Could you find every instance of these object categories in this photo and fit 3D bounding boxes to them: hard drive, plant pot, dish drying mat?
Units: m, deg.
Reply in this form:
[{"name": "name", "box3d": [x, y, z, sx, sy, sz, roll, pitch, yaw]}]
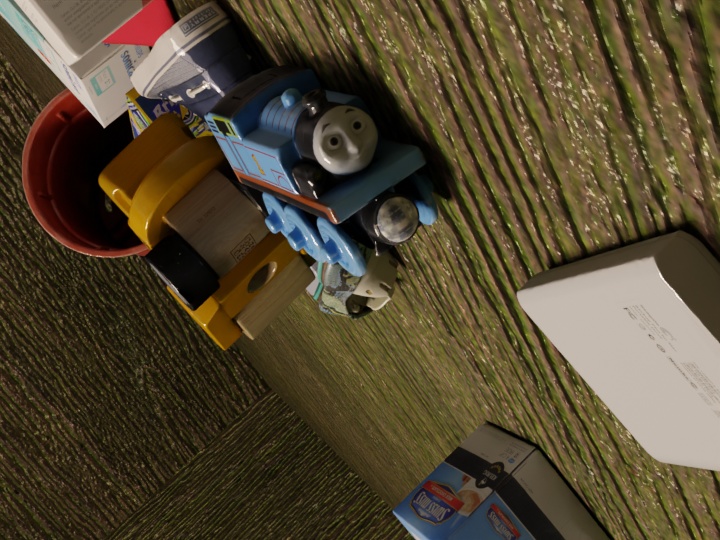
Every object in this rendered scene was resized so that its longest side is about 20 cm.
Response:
[{"name": "hard drive", "box3d": [0.155, 0.047, 0.597, 0.132, 0.026, 0.200, 49, 170, -2]}, {"name": "plant pot", "box3d": [-0.259, -0.103, 1.379, 0.201, 0.201, 0.195, 47, 178, 8]}, {"name": "dish drying mat", "box3d": [-0.196, -0.234, 0.954, 0.076, 0.018, 0.200, 4, 163, 4]}]

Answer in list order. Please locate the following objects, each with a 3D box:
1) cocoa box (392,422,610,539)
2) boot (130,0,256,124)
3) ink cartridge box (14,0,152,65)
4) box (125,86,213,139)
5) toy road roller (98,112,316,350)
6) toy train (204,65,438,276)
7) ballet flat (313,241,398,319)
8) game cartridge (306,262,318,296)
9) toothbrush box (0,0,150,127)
[{"name": "cocoa box", "box3d": [0.153, 0.270, 1.139, 0.200, 0.131, 0.133, 51, 170, -14]}, {"name": "boot", "box3d": [-0.123, -0.139, 0.937, 0.091, 0.073, 0.200, 55, 168, -8]}, {"name": "ink cartridge box", "box3d": [-0.205, -0.247, 0.764, 0.200, 0.116, 0.067, 52, 169, -16]}, {"name": "box", "box3d": [-0.181, -0.145, 1.175, 0.064, 0.070, 0.200, 50, 170, 0]}, {"name": "toy road roller", "box3d": [-0.125, -0.039, 0.978, 0.146, 0.123, 0.200, 43, 171, 21]}, {"name": "toy train", "box3d": [-0.028, -0.069, 0.779, 0.115, 0.087, 0.200, 59, 167, -23]}, {"name": "ballet flat", "box3d": [0.000, 0.000, 1.011, 0.074, 0.074, 0.200, 47, 172, 5]}, {"name": "game cartridge", "box3d": [-0.083, -0.050, 1.220, 0.200, 0.040, 0.133, 49, 166, -4]}, {"name": "toothbrush box", "box3d": [-0.306, -0.263, 1.226, 0.200, 0.085, 0.146, 46, 170, 6]}]
